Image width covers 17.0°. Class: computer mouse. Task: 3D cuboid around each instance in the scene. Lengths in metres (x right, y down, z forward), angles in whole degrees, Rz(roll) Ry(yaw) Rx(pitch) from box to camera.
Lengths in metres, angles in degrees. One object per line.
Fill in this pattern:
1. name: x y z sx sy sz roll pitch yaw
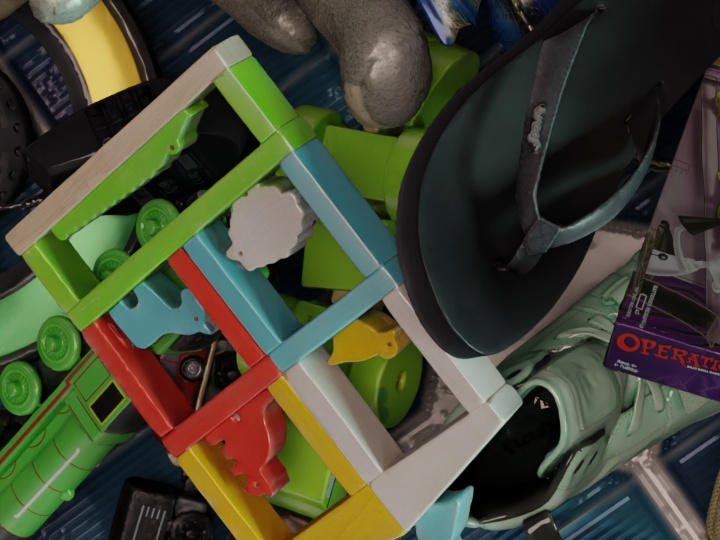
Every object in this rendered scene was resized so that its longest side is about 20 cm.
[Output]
1. computer mouse: -0.138 -0.036 0.963 0.199 0.059 0.034 -17 66 8

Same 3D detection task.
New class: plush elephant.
1. plush elephant: -0.084 -0.147 0.906 0.154 0.165 0.200 -22 48 -12

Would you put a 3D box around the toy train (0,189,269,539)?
1. toy train: -0.109 0.047 0.971 0.200 0.042 0.056 -47 68 27

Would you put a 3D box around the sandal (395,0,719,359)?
1. sandal: 0.080 -0.057 0.861 0.076 0.043 0.200 44 69 -24

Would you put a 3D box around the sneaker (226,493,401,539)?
1. sneaker: -0.040 0.156 0.974 0.070 0.076 0.201 23 97 9

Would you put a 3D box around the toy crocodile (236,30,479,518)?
1. toy crocodile: 0.000 0.000 0.957 0.067 0.062 0.201 11 89 27

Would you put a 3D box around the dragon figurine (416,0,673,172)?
1. dragon figurine: 0.052 -0.119 0.918 0.059 0.099 0.201 -27 76 21

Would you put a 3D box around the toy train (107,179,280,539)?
1. toy train: -0.069 0.047 0.990 0.046 0.034 0.201 14 95 -8

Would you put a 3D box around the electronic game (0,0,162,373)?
1. electronic game: -0.176 -0.054 1.006 0.199 0.042 0.201 1 93 10

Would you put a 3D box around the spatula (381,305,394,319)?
1. spatula: 0.057 -0.030 0.973 0.057 0.021 0.200 44 101 12

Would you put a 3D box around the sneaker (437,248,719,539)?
1. sneaker: 0.111 0.035 0.917 0.200 0.118 0.074 -40 85 10

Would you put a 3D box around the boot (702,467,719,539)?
1. boot: 0.180 0.151 0.897 0.073 0.155 0.201 -7 103 -9

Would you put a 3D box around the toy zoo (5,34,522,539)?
1. toy zoo: -0.029 0.030 0.890 0.131 0.020 0.200 -37 90 34

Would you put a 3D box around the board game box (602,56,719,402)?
1. board game box: 0.171 -0.023 0.878 0.120 0.200 0.032 19 137 6
